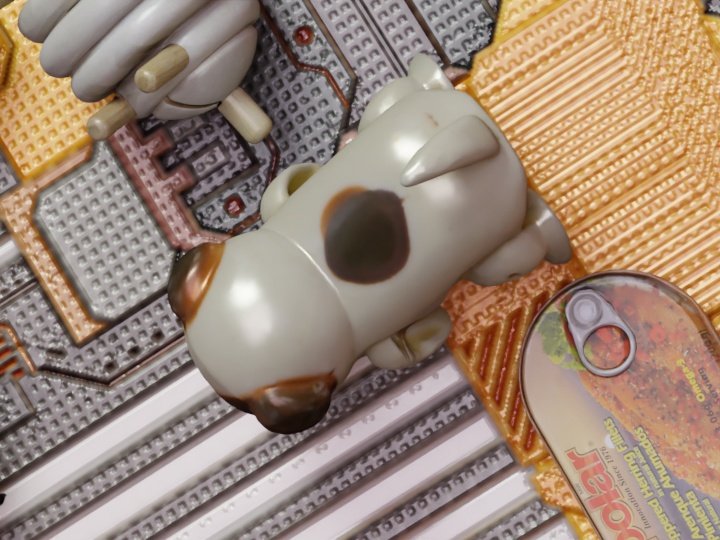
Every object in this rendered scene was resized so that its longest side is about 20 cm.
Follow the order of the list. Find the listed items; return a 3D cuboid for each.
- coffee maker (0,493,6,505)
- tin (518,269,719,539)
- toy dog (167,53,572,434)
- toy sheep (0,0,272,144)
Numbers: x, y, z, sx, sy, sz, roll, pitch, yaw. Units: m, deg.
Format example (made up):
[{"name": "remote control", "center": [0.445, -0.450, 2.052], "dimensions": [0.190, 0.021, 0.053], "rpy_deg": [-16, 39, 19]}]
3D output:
[{"name": "coffee maker", "center": [-0.319, 0.072, 1.620], "dimensions": [0.192, 0.135, 0.200], "rpy_deg": [-22, 84, 8]}, {"name": "tin", "center": [0.164, 0.094, 1.590], "dimensions": [0.112, 0.042, 0.200], "rpy_deg": [-29, 83, 3]}, {"name": "toy dog", "center": [0.000, 0.000, 1.548], "dimensions": [0.200, 0.194, 0.140], "rpy_deg": [-38, 95, 0]}, {"name": "toy sheep", "center": [-0.123, -0.144, 1.600], "dimensions": [0.138, 0.138, 0.200], "rpy_deg": [-38, 95, 6]}]
